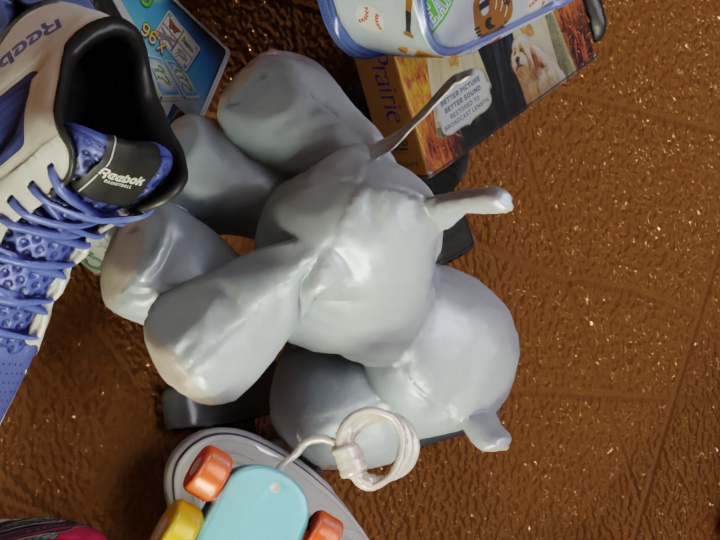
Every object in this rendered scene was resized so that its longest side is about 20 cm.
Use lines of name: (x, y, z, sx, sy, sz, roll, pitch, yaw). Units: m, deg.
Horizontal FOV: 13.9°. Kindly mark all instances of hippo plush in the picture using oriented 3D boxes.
hippo plush: (0.000, 0.000, 1.323, 0.161, 0.199, 0.160, 46, 22, -44)

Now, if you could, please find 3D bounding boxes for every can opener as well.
can opener: (-0.009, 0.068, 1.429, 0.200, 0.053, 0.067, -6, 86, -48)

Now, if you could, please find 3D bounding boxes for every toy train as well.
toy train: (-0.018, 0.164, 1.263, 0.150, 0.056, 0.201, -10, 88, -17)

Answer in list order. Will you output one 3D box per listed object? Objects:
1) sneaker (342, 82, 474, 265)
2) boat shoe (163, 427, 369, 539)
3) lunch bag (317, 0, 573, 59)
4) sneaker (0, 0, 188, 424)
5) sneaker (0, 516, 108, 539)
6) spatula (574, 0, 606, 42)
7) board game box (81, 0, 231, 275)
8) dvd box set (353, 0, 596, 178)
sneaker: (-0.001, -0.043, 1.456, 0.200, 0.060, 0.105, -25, 102, -52)
boat shoe: (-0.014, 0.153, 1.316, 0.072, 0.066, 0.200, -35, 91, -8)
lunch bag: (0.052, -0.192, 1.319, 0.200, 0.075, 0.161, -34, 114, -42)
sneaker: (-0.138, -0.027, 1.229, 0.080, 0.115, 0.200, 19, 88, -36)
sneaker: (-0.179, 0.164, 1.210, 0.200, 0.074, 0.081, -49, 118, -40)
spatula: (0.080, -0.207, 1.456, 0.021, 0.056, 0.201, -28, 96, -45)
board game box: (-0.151, -0.106, 1.319, 0.200, 0.035, 0.127, 43, 55, -34)
dvd box set: (0.039, -0.163, 1.385, 0.146, 0.029, 0.201, -35, 117, -42)
